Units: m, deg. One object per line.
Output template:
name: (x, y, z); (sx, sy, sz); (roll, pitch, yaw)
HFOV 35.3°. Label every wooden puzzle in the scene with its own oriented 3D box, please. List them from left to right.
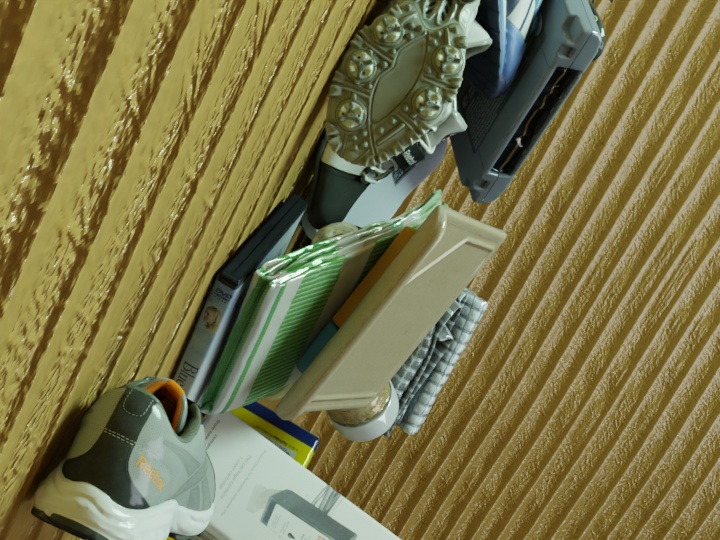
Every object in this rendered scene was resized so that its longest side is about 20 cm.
wooden puzzle: (0.025, 0.030, 0.853); (0.186, 0.037, 0.200); (-51, 165, 11)

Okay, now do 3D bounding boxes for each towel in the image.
towel: (-0.024, 0.024, 0.817); (0.199, 0.023, 0.154); (-26, 152, -45)
towel: (0.009, 0.051, 1.152); (0.085, 0.199, 0.167); (16, 108, -51)

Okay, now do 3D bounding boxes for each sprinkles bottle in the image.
sprinkles bottle: (-0.024, 0.072, 1.005); (0.069, 0.067, 0.201); (-59, 144, -28)

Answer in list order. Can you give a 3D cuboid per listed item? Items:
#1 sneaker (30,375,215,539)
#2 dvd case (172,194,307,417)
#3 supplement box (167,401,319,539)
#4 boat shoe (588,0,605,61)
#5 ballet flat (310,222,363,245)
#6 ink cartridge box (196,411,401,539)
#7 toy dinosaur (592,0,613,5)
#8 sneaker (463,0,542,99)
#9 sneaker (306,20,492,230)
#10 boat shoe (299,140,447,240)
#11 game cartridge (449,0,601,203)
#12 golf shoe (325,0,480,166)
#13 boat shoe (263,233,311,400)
sneaker: (-0.107, 0.097, 0.599); (0.200, 0.073, 0.080); (89, 25, -85)
dvd case: (-0.102, 0.053, 0.808); (0.202, 0.017, 0.143); (-63, 176, 29)
supplement box: (-0.138, 0.240, 1.121); (0.201, 0.108, 0.109); (-60, 178, -31)
boat shoe: (0.183, -0.259, 1.122); (0.202, 0.062, 0.075); (-109, -166, -53)
ballet flat: (0.000, 0.000, 0.928); (0.066, 0.057, 0.200); (-41, 156, 6)
ink cartridge box: (-0.067, 0.207, 0.899); (0.085, 0.199, 0.146); (-53, -177, -22)
toy dinosaur: (0.160, -0.332, 1.041); (0.104, 0.201, 0.182); (-4, -143, 48)
sneaker: (0.117, -0.221, 0.867); (0.081, 0.074, 0.202); (-25, 143, -24)
sneaker: (0.030, -0.109, 0.852); (0.202, 0.088, 0.074); (-61, 170, 8)
boat shoe: (0.004, -0.079, 0.975); (0.200, 0.056, 0.070); (-40, 123, -43)
game cartridge: (0.129, -0.171, 0.951); (0.201, 0.040, 0.135); (121, -36, -47)
golf shoe: (0.039, -0.157, 0.771); (0.202, 0.078, 0.097); (-60, -177, -5)
boat shoe: (-0.055, 0.024, 1.053); (0.063, 0.073, 0.202); (28, 96, -44)
